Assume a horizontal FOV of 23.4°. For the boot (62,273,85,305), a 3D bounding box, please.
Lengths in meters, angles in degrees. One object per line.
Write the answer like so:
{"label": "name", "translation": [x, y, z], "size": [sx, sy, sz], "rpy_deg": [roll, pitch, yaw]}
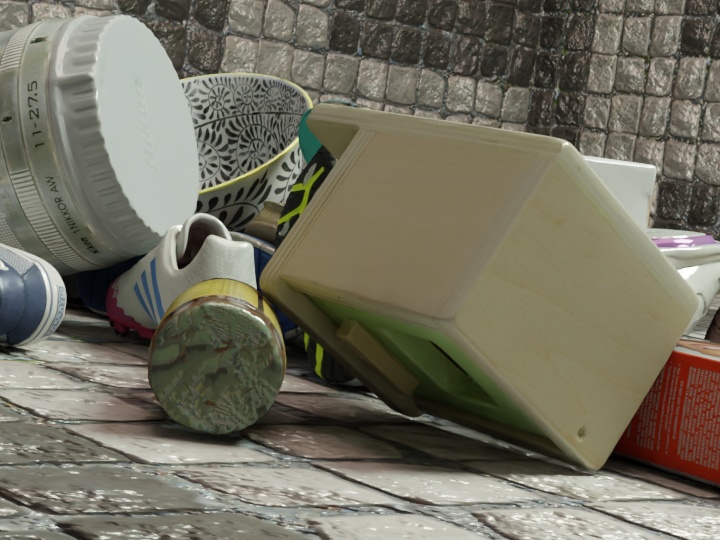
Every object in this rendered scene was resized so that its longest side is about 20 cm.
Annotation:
{"label": "boot", "translation": [-0.211, -0.011, 1.320], "size": [0.138, 0.078, 0.200], "rpy_deg": [14, 19, 27]}

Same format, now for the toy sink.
{"label": "toy sink", "translation": [0.040, 0.006, 0.864], "size": [0.200, 0.112, 0.130], "rpy_deg": [16, -23, 50]}

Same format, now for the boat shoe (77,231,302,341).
{"label": "boat shoe", "translation": [-0.096, 0.007, 1.173], "size": [0.200, 0.072, 0.072], "rpy_deg": [10, 3, 34]}

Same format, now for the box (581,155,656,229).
{"label": "box", "translation": [0.116, -0.008, 1.211], "size": [0.106, 0.153, 0.200], "rpy_deg": [6, 5, -10]}

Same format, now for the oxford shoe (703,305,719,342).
{"label": "oxford shoe", "translation": [0.287, 0.065, 1.030], "size": [0.200, 0.073, 0.071], "rpy_deg": [15, 7, 39]}

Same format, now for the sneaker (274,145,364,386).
{"label": "sneaker", "translation": [0.000, 0.000, 1.069], "size": [0.076, 0.075, 0.200], "rpy_deg": [19, 39, -28]}

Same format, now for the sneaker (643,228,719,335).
{"label": "sneaker", "translation": [0.166, 0.029, 1.058], "size": [0.075, 0.100, 0.200], "rpy_deg": [4, 14, 39]}

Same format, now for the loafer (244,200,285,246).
{"label": "loafer", "translation": [-0.013, -0.033, 1.221], "size": [0.076, 0.068, 0.200], "rpy_deg": [20, 6, 25]}

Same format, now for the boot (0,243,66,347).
{"label": "boot", "translation": [-0.270, -0.005, 0.985], "size": [0.199, 0.073, 0.090], "rpy_deg": [10, -1, 27]}

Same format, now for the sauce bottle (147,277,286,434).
{"label": "sauce bottle", "translation": [-0.068, 0.037, 0.858], "size": [0.065, 0.065, 0.200], "rpy_deg": [7, 3, -2]}

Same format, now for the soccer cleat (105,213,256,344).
{"label": "soccer cleat", "translation": [-0.104, 0.007, 1.057], "size": [0.070, 0.087, 0.200], "rpy_deg": [6, 4, -23]}

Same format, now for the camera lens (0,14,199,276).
{"label": "camera lens", "translation": [-0.223, -0.071, 1.111], "size": [0.199, 0.160, 0.160], "rpy_deg": [-12, -2, 17]}

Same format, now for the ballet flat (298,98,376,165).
{"label": "ballet flat", "translation": [0.033, -0.062, 1.133], "size": [0.074, 0.074, 0.200], "rpy_deg": [5, 20, -35]}

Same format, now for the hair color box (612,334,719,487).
{"label": "hair color box", "translation": [0.175, 0.068, 0.879], "size": [0.101, 0.061, 0.200], "rpy_deg": [6, 5, -36]}

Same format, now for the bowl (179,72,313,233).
{"label": "bowl", "translation": [-0.123, -0.060, 1.284], "size": [0.200, 0.094, 0.201], "rpy_deg": [-11, 30, 6]}
